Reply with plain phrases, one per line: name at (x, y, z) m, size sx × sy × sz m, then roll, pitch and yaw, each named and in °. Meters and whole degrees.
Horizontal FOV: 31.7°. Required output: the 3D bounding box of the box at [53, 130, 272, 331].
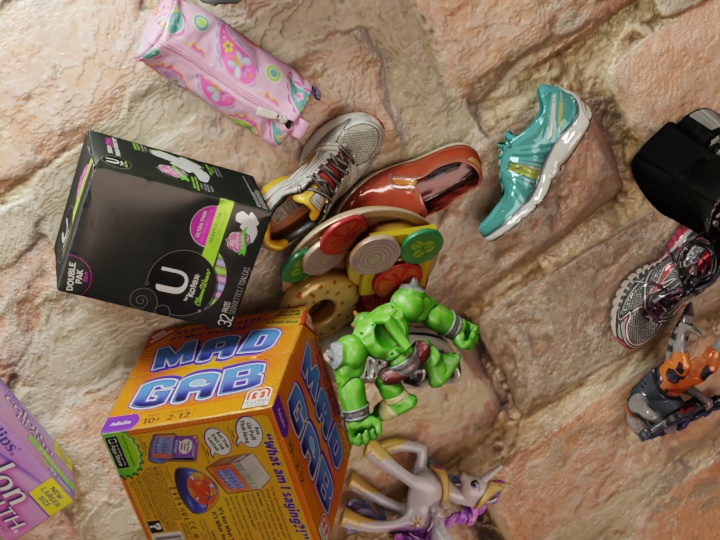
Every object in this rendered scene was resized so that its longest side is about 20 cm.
box at (-0.219, -0.043, 1.380) m, size 0.198 × 0.124 × 0.150 m, roll 15°, pitch 108°, yaw -20°

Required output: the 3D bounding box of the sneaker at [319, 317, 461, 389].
sneaker at (0.025, 0.108, 1.541) m, size 0.197 × 0.081 × 0.077 m, roll -1°, pitch 115°, yaw -14°

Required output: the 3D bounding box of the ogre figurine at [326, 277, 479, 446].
ogre figurine at (0.042, 0.094, 1.458) m, size 0.199 × 0.098 × 0.121 m, roll -32°, pitch 110°, yaw -2°

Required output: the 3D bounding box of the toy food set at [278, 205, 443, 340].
toy food set at (0.000, 0.000, 1.465) m, size 0.197 × 0.049 × 0.199 m, roll -8°, pitch 140°, yaw -16°

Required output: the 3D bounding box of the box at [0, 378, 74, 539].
box at (-0.459, 0.236, 1.446) m, size 0.199 × 0.097 × 0.177 m, roll -33°, pitch 117°, yaw -1°

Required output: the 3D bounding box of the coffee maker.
coffee maker at (0.407, -0.093, 1.496) m, size 0.190 × 0.200 × 0.136 m, roll -22°, pitch 115°, yaw -8°

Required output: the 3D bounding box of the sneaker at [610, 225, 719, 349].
sneaker at (0.396, 0.018, 1.612) m, size 0.080 × 0.075 × 0.201 m, roll 33°, pitch 101°, yaw -25°

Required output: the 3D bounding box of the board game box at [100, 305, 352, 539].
board game box at (-0.141, 0.190, 1.426) m, size 0.197 × 0.201 × 0.202 m, roll -10°, pitch 117°, yaw 15°

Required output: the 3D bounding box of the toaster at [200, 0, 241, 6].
toaster at (-0.086, -0.346, 1.295) m, size 0.197 × 0.114 × 0.131 m, roll -6°, pitch 112°, yaw -12°

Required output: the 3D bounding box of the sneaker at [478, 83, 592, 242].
sneaker at (0.194, -0.127, 1.505) m, size 0.079 × 0.078 × 0.201 m, roll 30°, pitch 98°, yaw -5°

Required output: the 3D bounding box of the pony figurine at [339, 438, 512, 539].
pony figurine at (0.077, 0.313, 1.620) m, size 0.198 × 0.167 × 0.195 m, roll 18°, pitch 100°, yaw -6°

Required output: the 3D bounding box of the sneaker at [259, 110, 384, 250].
sneaker at (-0.044, -0.094, 1.432) m, size 0.200 × 0.082 × 0.078 m, roll -46°, pitch 116°, yaw 5°

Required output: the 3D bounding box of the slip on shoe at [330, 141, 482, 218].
slip on shoe at (0.054, -0.086, 1.476) m, size 0.198 × 0.061 × 0.075 m, roll -26°, pitch 119°, yaw -2°

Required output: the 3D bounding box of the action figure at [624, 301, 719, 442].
action figure at (0.422, 0.145, 1.675) m, size 0.199 × 0.105 × 0.194 m, roll -4°, pitch 134°, yaw -51°

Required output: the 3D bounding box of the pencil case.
pencil case at (-0.142, -0.211, 1.353) m, size 0.199 × 0.088 × 0.088 m, roll 32°, pitch 101°, yaw -24°
